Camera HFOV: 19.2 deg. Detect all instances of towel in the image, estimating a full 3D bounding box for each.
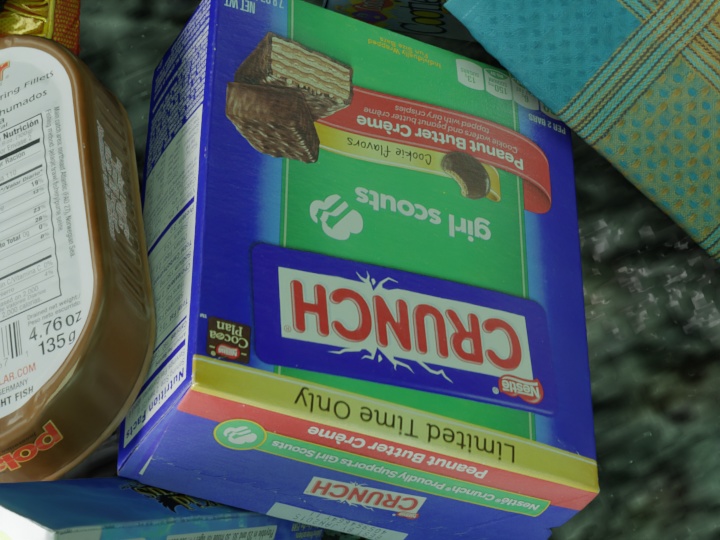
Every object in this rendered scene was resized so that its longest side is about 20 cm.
[{"bbox_3d":[0.147,-0.096,0.847,0.200,0.022,0.147,41,109,-12],"label":"towel"}]

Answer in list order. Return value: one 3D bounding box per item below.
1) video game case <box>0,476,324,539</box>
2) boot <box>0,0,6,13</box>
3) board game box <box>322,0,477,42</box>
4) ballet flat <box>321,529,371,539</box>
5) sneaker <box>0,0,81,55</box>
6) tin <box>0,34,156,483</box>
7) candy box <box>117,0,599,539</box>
[{"bbox_3d":[-0.098,0.169,0.794,0.045,0.200,0.183,22,97,27],"label":"video game case"},{"bbox_3d":[-0.218,-0.178,0.866,0.175,0.066,0.200,-45,77,25],"label":"boot"},{"bbox_3d":[0.048,-0.210,0.921,0.102,0.105,0.202,8,83,-4],"label":"board game box"},{"bbox_3d":[-0.027,0.051,0.899,0.074,0.074,0.201,-35,87,-8],"label":"ballet flat"},{"bbox_3d":[-0.151,-0.124,0.907,0.072,0.077,0.202,2,84,-6],"label":"sneaker"},{"bbox_3d":[-0.137,-0.008,0.810,0.111,0.042,0.201,-20,50,9],"label":"tin"},{"bbox_3d":[0.000,0.000,0.841,0.168,0.077,0.201,16,52,-21],"label":"candy box"}]
